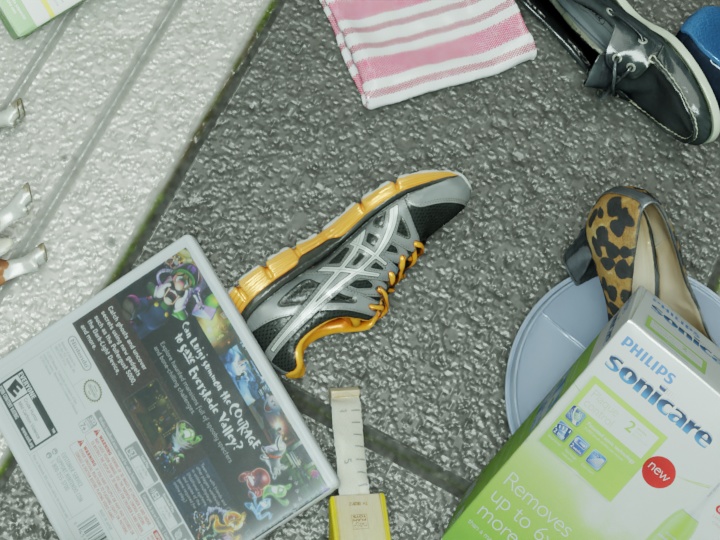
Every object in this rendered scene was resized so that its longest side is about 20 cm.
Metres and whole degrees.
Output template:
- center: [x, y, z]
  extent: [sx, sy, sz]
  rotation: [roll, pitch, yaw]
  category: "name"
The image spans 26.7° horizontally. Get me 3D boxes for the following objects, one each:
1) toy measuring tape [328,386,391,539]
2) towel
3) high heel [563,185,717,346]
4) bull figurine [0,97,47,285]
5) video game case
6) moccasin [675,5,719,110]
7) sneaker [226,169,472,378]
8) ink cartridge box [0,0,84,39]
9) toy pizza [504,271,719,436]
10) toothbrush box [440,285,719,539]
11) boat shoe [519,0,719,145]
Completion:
- center: [-0.004, 0.177, 1.028]
  extent: [0.072, 0.074, 0.202]
  rotation: [-2, 50, -7]
  category: "toy measuring tape"
- center: [0.036, -0.232, 1.171]
  extent: [0.145, 0.030, 0.202]
  rotation: [-19, 76, -11]
  category: "towel"
- center: [0.212, 0.040, 1.008]
  extent: [0.071, 0.143, 0.201]
  rotation: [-33, 79, -16]
  category: "high heel"
- center: [-0.293, -0.074, 1.061]
  extent: [0.120, 0.065, 0.203]
  rotation: [-11, 74, -7]
  category: "bull figurine"
- center: [-0.139, 0.108, 1.020]
  extent: [0.181, 0.023, 0.201]
  rotation: [-33, 78, 1]
  category: "video game case"
- center: [0.319, -0.118, 1.149]
  extent: [0.080, 0.068, 0.200]
  rotation: [-38, 81, -24]
  category: "moccasin"
- center: [0.000, 0.000, 1.070]
  extent: [0.199, 0.078, 0.078]
  rotation: [-34, 78, -5]
  category: "sneaker"
- center: [-0.209, -0.284, 1.123]
  extent: [0.199, 0.048, 0.147]
  rotation: [-34, 103, -14]
  category: "ink cartridge box"
- center: [0.198, 0.093, 1.083]
  extent: [0.197, 0.032, 0.203]
  rotation: [2, 73, -7]
  category: "toy pizza"
- center: [0.171, 0.138, 0.979]
  extent: [0.145, 0.086, 0.201]
  rotation: [40, 110, 3]
  category: "toothbrush box"
- center: [0.187, -0.164, 1.139]
  extent: [0.066, 0.075, 0.200]
  rotation: [-28, 74, -22]
  category: "boat shoe"
